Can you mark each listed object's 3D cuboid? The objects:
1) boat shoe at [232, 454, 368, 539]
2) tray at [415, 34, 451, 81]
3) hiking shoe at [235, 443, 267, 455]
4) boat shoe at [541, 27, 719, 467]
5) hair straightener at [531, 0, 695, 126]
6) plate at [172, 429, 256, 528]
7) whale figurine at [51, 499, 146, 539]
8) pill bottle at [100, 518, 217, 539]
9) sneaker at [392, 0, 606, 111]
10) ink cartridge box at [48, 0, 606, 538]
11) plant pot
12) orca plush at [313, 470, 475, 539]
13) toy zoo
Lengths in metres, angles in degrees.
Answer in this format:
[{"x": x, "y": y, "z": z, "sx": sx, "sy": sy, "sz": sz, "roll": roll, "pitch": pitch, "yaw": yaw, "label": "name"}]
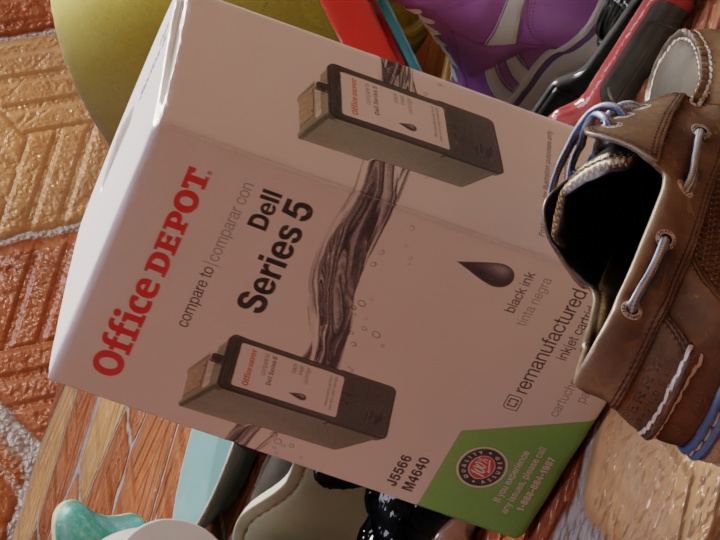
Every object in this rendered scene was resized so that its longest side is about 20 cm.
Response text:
[{"x": -0.009, "y": 0.089, "z": 1.301, "sx": 0.201, "sy": 0.071, "sz": 0.061, "roll": 114, "pitch": 175, "yaw": -50, "label": "boat shoe"}, {"x": 0.055, "y": -0.132, "z": 1.467, "sx": 0.099, "sy": 0.037, "sz": 0.201, "roll": 122, "pitch": 164, "yaw": -54, "label": "tray"}, {"x": -0.037, "y": 0.006, "z": 1.595, "sx": 0.101, "sy": 0.075, "sz": 0.201, "roll": 118, "pitch": 167, "yaw": -58, "label": "hiking shoe"}, {"x": 0.101, "y": -0.023, "z": 0.910, "sx": 0.200, "sy": 0.072, "sz": 0.072, "roll": -85, "pitch": 17, "yaw": -54, "label": "boat shoe"}, {"x": 0.097, "y": -0.091, "z": 1.144, "sx": 0.077, "sy": 0.041, "sz": 0.200, "roll": -86, "pitch": 17, "yaw": -54, "label": "hair straightener"}, {"x": -0.080, "y": 0.089, "z": 1.828, "sx": 0.200, "sy": 0.025, "sz": 0.201, "roll": -161, "pitch": 90, "yaw": -79, "label": "plate"}, {"x": -0.179, "y": 0.252, "z": 1.795, "sx": 0.104, "sy": 0.159, "sz": 0.201, "roll": 14, "pitch": 85, "yaw": 46, "label": "whale figurine"}, {"x": -0.135, "y": 0.217, "z": 1.662, "sx": 0.200, "sy": 0.104, "sz": 0.105, "roll": 125, "pitch": 161, "yaw": -58, "label": "pill bottle"}, {"x": 0.049, "y": -0.126, "z": 1.267, "sx": 0.200, "sy": 0.114, "sz": 0.073, "roll": 134, "pitch": 151, "yaw": -71, "label": "sneaker"}, {"x": -0.002, "y": 0.000, "z": 1.055, "sx": 0.084, "sy": 0.199, "sz": 0.146, "roll": -82, "pitch": 14, "yaw": -47, "label": "ink cartridge box"}, {"x": -0.044, "y": -0.145, "z": 1.458, "sx": 0.142, "sy": 0.200, "sz": 0.201, "roll": -17, "pitch": 45, "yaw": 32, "label": "plant pot"}, {"x": 0.010, "y": 0.095, "z": 1.191, "sx": 0.105, "sy": 0.071, "sz": 0.201, "roll": -93, "pitch": 24, "yaw": -65, "label": "orca plush"}, {"x": 0.018, "y": -0.079, "z": 1.258, "sx": 0.201, "sy": 0.020, "sz": 0.131, "roll": 65, "pitch": -174, "yaw": 6, "label": "toy zoo"}]
